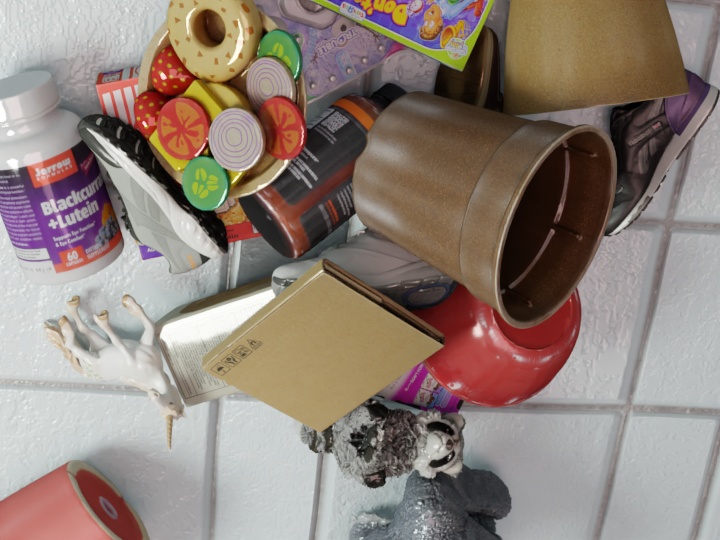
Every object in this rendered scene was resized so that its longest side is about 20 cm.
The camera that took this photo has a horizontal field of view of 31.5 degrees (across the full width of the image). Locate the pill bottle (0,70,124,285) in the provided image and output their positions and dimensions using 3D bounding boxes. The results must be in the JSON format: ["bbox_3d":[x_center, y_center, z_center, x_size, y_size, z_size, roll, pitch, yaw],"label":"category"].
[{"bbox_3d":[-0.322,-0.096,1.303,0.111,0.112,0.201,-15,116,0],"label":"pill bottle"}]

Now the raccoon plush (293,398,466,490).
[{"bbox_3d":[0.031,0.180,1.466,0.134,0.200,0.097,3,105,-35],"label":"raccoon plush"}]

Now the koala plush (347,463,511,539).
[{"bbox_3d":[0.066,0.332,1.519,0.200,0.178,0.184,-33,135,27],"label":"koala plush"}]

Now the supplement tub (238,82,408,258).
[{"bbox_3d":[-0.025,-0.109,1.317,0.200,0.107,0.107,-38,116,-15],"label":"supplement tub"}]

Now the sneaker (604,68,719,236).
[{"bbox_3d":[0.299,-0.136,1.397,0.087,0.076,0.200,31,104,-4],"label":"sneaker"}]

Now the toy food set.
[{"bbox_3d":[-0.136,-0.165,1.230,0.198,0.049,0.200,48,115,11],"label":"toy food set"}]

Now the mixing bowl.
[{"bbox_3d":[0.162,0.045,1.380,0.199,0.108,0.201,3,81,-17],"label":"mixing bowl"}]

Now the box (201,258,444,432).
[{"bbox_3d":[-0.039,0.083,1.306,0.163,0.021,0.200,32,128,-27],"label":"box"}]

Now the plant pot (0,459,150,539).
[{"bbox_3d":[-0.352,0.328,1.466,0.177,0.200,0.201,-41,113,1],"label":"plant pot"}]

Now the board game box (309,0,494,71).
[{"bbox_3d":[0.040,-0.299,1.260,0.199,0.045,0.135,20,99,-26],"label":"board game box"}]

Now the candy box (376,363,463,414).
[{"bbox_3d":[0.041,0.075,1.457,0.199,0.061,0.137,19,111,-16],"label":"candy box"}]

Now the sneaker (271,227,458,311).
[{"bbox_3d":[0.000,0.000,1.316,0.199,0.087,0.075,-4,146,-23],"label":"sneaker"}]

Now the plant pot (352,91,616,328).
[{"bbox_3d":[0.112,-0.074,1.239,0.200,0.198,0.201,-31,134,-39],"label":"plant pot"}]

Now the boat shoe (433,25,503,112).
[{"bbox_3d":[0.125,-0.163,1.362,0.072,0.072,0.201,-8,112,-37],"label":"boat shoe"}]

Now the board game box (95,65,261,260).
[{"bbox_3d":[-0.180,-0.122,1.345,0.151,0.046,0.201,-12,115,-2],"label":"board game box"}]

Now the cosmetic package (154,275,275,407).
[{"bbox_3d":[-0.113,0.068,1.388,0.199,0.071,0.106,-17,101,19],"label":"cosmetic package"}]

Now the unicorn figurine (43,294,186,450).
[{"bbox_3d":[-0.257,0.097,1.387,0.074,0.200,0.138,-37,119,-28],"label":"unicorn figurine"}]

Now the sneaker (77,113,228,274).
[{"bbox_3d":[-0.221,-0.073,1.298,0.079,0.074,0.200,-33,115,14],"label":"sneaker"}]

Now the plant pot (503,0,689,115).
[{"bbox_3d":[0.222,-0.264,1.272,0.186,0.186,0.201,-9,98,-3],"label":"plant pot"}]

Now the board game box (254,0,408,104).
[{"bbox_3d":[-0.045,-0.277,1.277,0.200,0.026,0.200,-30,115,-8],"label":"board game box"}]
